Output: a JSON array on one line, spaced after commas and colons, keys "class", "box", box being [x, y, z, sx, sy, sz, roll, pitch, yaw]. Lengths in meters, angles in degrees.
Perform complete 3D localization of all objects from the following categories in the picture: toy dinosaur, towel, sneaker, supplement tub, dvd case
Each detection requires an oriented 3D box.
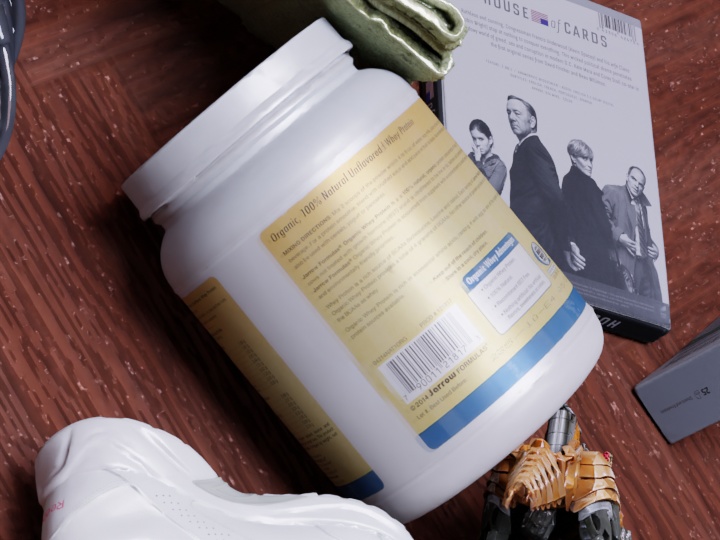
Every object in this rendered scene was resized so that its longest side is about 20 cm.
[{"class": "toy dinosaur", "box": [0.082, 0.124, 1.065, 0.200, 0.102, 0.136, 27, 65, -53]}, {"class": "towel", "box": [-0.031, -0.142, 1.098, 0.148, 0.200, 0.037, 40, 79, -14]}, {"class": "sneaker", "box": [-0.051, 0.142, 0.987, 0.199, 0.078, 0.100, 20, 45, -17]}, {"class": "supplement tub", "box": [0.000, 0.000, 1.063, 0.200, 0.145, 0.145, 51, 46, -3]}, {"class": "dvd case", "box": [0.099, -0.070, 1.264, 0.150, 0.025, 0.201, 17, 56, -30]}]

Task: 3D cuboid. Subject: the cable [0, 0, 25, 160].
[{"class": "cable", "box": [-0.190, -0.113, 1.000, 0.163, 0.051, 0.201, 66, 24, -59]}]

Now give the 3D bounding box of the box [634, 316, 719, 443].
[{"class": "box", "box": [0.258, 0.009, 1.253, 0.200, 0.156, 0.041, -36, 92, -44]}]
